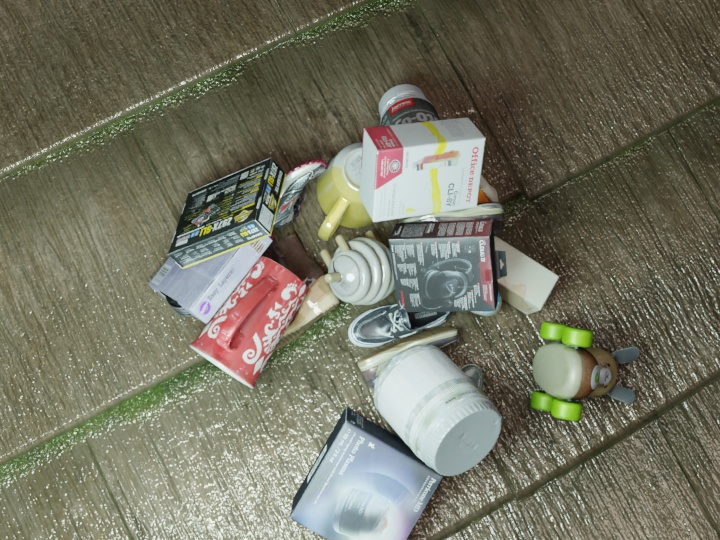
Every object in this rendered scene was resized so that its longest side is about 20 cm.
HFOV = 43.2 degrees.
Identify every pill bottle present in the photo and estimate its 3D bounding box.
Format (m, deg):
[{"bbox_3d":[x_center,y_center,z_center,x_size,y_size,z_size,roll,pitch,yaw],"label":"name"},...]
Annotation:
[{"bbox_3d":[0.100,-0.256,1.711,0.113,0.114,0.201,-8,46,-9],"label":"pill bottle"}]

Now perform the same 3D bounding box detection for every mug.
[{"bbox_3d":[-0.179,0.087,1.573,0.133,0.177,0.200,38,76,-18],"label":"mug"},{"bbox_3d":[-0.002,-0.151,1.701,0.149,0.153,0.188,2,80,-8],"label":"mug"}]

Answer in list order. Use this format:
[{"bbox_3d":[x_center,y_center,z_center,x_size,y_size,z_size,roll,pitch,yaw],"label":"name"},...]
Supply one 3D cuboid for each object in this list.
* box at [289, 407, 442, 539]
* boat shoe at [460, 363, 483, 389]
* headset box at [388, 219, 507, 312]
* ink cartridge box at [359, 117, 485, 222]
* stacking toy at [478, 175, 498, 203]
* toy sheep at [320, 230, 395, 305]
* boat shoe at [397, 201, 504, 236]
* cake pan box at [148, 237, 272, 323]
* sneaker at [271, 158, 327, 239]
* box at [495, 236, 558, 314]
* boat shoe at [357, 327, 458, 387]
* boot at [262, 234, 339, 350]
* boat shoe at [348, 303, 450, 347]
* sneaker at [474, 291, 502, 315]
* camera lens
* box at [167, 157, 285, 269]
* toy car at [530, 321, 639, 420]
[{"bbox_3d":[0.011,0.384,1.605,0.198,0.123,0.201,30,92,-2],"label":"box"},{"bbox_3d":[0.182,0.267,1.698,0.073,0.062,0.201,29,78,-2],"label":"boat shoe"},{"bbox_3d":[0.161,-0.007,1.626,0.199,0.077,0.150,-3,117,14],"label":"headset box"},{"bbox_3d":[0.107,-0.176,1.578,0.199,0.146,0.084,-9,38,-15],"label":"ink cartridge box"},{"bbox_3d":[0.151,-0.125,1.746,0.200,0.146,0.146,-40,87,5],"label":"stacking toy"},{"bbox_3d":[0.000,0.000,1.680,0.199,0.138,0.139,-13,80,-46],"label":"toy sheep"},{"bbox_3d":[0.166,-0.078,1.662,0.199,0.074,0.074,-8,94,16],"label":"boat shoe"},{"bbox_3d":[-0.275,-0.011,1.631,0.200,0.184,0.052,-54,126,-14],"label":"cake pan box"},{"bbox_3d":[-0.135,-0.134,1.709,0.200,0.081,0.075,-42,95,13],"label":"sneaker"},{"bbox_3d":[0.268,-0.003,1.742,0.199,0.095,0.078,32,79,0],"label":"box"},{"bbox_3d":[0.094,0.162,1.705,0.199,0.072,0.065,-20,95,-13],"label":"boat shoe"},{"bbox_3d":[-0.156,0.046,1.702,0.200,0.072,0.167,-34,74,-10],"label":"boot"},{"bbox_3d":[0.075,0.095,1.711,0.199,0.068,0.072,-11,82,-9],"label":"boat shoe"},{"bbox_3d":[0.177,0.029,1.735,0.200,0.081,0.077,32,86,20],"label":"sneaker"},{"bbox_3d":[0.130,0.239,1.595,0.160,0.160,0.200,-34,45,-12],"label":"camera lens"},{"bbox_3d":[-0.235,-0.101,1.603,0.199,0.049,0.160,-19,43,27],"label":"box"},{"bbox_3d":[0.440,0.193,1.711,0.199,0.158,0.165,8,91,-18],"label":"toy car"}]
